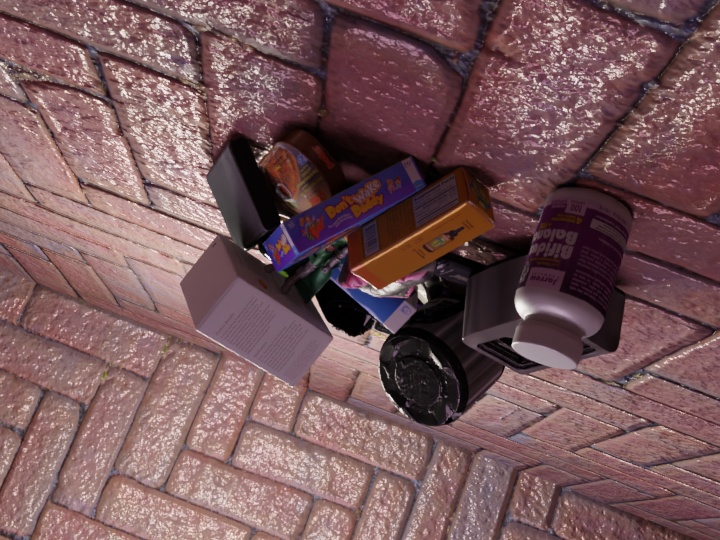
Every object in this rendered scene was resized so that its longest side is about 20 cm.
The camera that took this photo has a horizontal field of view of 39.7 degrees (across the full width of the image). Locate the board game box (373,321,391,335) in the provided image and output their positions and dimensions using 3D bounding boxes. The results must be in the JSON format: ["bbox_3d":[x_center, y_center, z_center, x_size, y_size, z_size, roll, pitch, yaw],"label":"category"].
[{"bbox_3d":[0.104,0.100,1.854,0.133,0.029,0.200,20,-169,7],"label":"board game box"}]

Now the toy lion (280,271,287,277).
[{"bbox_3d":[-0.063,0.021,1.924,0.190,0.070,0.199,22,165,-29],"label":"toy lion"}]

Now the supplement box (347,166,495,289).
[{"bbox_3d":[0.077,-0.053,1.310,0.198,0.070,0.066,-27,138,29],"label":"supplement box"}]

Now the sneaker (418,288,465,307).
[{"bbox_3d":[0.157,0.068,1.752,0.198,0.081,0.084,12,156,32],"label":"sneaker"}]

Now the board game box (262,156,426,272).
[{"bbox_3d":[-0.023,-0.073,1.321,0.045,0.198,0.134,61,160,1],"label":"board game box"}]

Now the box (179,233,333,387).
[{"bbox_3d":[-0.163,0.062,1.549,0.199,0.107,0.153,35,-169,-31],"label":"box"}]

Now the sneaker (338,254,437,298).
[{"bbox_3d":[0.056,0.005,1.428,0.095,0.080,0.199,34,159,-27],"label":"sneaker"}]

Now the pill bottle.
[{"bbox_3d":[0.251,0.011,1.206,0.111,0.203,0.112,19,164,6],"label":"pill bottle"}]

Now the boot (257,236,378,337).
[{"bbox_3d":[-0.066,0.020,1.606,0.197,0.073,0.163,27,-155,-37],"label":"boot"}]

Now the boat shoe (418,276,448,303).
[{"bbox_3d":[0.108,-0.006,1.633,0.067,0.057,0.201,43,169,23],"label":"boat shoe"}]

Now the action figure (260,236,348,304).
[{"bbox_3d":[-0.060,-0.035,1.469,0.118,0.055,0.199,49,128,-7],"label":"action figure"}]

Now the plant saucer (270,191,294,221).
[{"bbox_3d":[-0.120,-0.084,1.681,0.198,0.037,0.201,19,165,5],"label":"plant saucer"}]

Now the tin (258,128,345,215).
[{"bbox_3d":[-0.082,-0.133,1.399,0.112,0.042,0.200,52,160,-5],"label":"tin"}]

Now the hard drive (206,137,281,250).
[{"bbox_3d":[-0.182,-0.110,1.531,0.141,0.033,0.200,66,160,1],"label":"hard drive"}]

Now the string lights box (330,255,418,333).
[{"bbox_3d":[0.000,0.000,1.582,0.199,0.059,0.103,41,-162,-11],"label":"string lights box"}]

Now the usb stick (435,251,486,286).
[{"bbox_3d":[0.159,0.002,1.520,0.055,0.033,0.199,-11,162,34],"label":"usb stick"}]

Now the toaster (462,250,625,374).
[{"bbox_3d":[0.258,0.057,1.439,0.199,0.120,0.180,29,147,-31],"label":"toaster"}]

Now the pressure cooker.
[{"bbox_3d":[0.144,0.138,1.637,0.175,0.199,0.180,40,132,18],"label":"pressure cooker"}]
